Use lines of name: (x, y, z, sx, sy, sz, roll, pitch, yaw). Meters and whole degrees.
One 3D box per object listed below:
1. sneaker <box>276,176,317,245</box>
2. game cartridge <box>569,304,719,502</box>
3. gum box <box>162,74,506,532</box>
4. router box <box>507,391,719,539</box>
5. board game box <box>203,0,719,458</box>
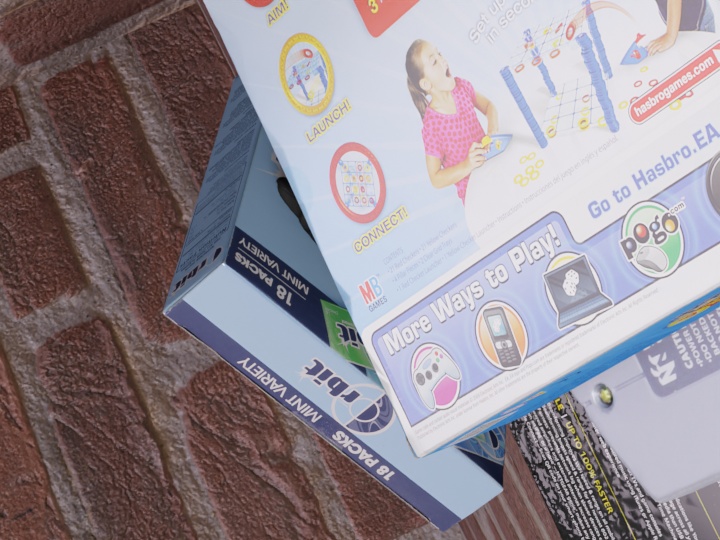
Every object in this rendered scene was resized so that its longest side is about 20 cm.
sneaker: (0.012, -0.062, 0.776, 0.091, 0.076, 0.200, 40, 141, 10)
game cartridge: (0.095, -0.031, 0.631, 0.133, 0.041, 0.201, -32, 78, 44)
gum box: (0.000, 0.000, 0.908, 0.170, 0.045, 0.200, 40, -149, -20)
router box: (0.121, 0.052, 0.705, 0.149, 0.051, 0.201, -35, 77, 53)
board game box: (0.050, -0.068, 0.600, 0.200, 0.056, 0.197, -35, 76, 48)
